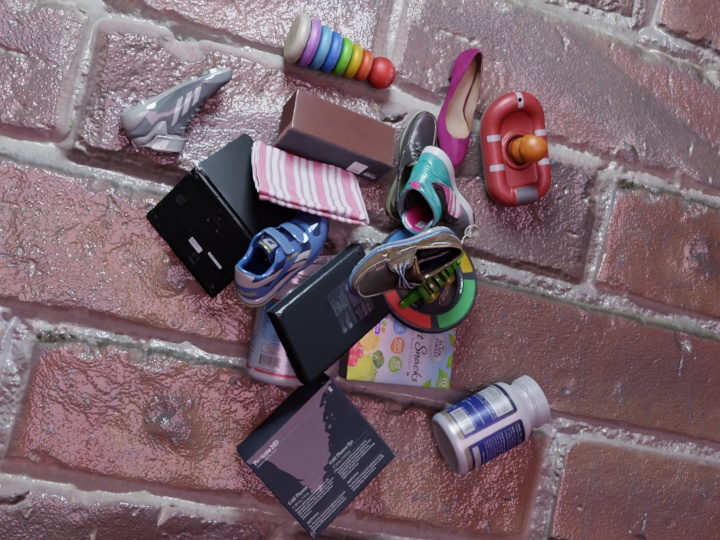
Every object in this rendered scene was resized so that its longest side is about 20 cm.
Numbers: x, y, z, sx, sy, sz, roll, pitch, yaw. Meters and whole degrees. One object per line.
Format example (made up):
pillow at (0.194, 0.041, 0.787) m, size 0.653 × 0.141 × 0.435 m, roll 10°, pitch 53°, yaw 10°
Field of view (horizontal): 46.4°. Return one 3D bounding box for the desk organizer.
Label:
desk organizer at (-0.039, -0.228, 1.435) m, size 0.196 × 0.071 × 0.079 m, roll 17°, pitch 66°, yaw -23°

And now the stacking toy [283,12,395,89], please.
stacking toy at (-0.030, -0.362, 1.439) m, size 0.197 × 0.085 × 0.087 m, roll 19°, pitch 87°, yaw -22°

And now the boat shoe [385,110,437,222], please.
boat shoe at (0.101, -0.184, 1.486) m, size 0.072 × 0.065 × 0.205 m, roll 14°, pitch 89°, yaw -19°

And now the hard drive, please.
hard drive at (-0.048, 0.070, 1.368) m, size 0.199 × 0.033 × 0.142 m, roll -39°, pitch 119°, yaw -31°

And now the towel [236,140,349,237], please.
towel at (-0.119, -0.119, 1.445) m, size 0.143 × 0.023 × 0.203 m, roll 31°, pitch 83°, yaw -16°

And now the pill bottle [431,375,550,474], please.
pill bottle at (0.237, 0.274, 1.519) m, size 0.197 × 0.116 × 0.118 m, roll -23°, pitch 98°, yaw -14°

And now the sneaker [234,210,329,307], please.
sneaker at (-0.122, -0.034, 1.321) m, size 0.073 × 0.083 × 0.201 m, roll 30°, pitch 66°, yaw 26°

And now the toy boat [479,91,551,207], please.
toy boat at (0.291, -0.219, 1.508) m, size 0.128 × 0.130 × 0.205 m, roll -10°, pitch 95°, yaw -16°

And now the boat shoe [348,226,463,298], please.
boat shoe at (0.074, -0.010, 1.357) m, size 0.197 × 0.072 × 0.073 m, roll -29°, pitch 117°, yaw -7°

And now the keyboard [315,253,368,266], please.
keyboard at (0.000, 0.000, 1.491) m, size 0.195 × 0.011 × 0.058 m, roll -3°, pitch 93°, yaw -17°

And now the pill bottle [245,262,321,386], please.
pill bottle at (-0.122, 0.082, 1.401) m, size 0.106 × 0.109 × 0.205 m, roll 11°, pitch 93°, yaw -17°

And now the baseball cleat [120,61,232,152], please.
baseball cleat at (-0.287, -0.257, 1.373) m, size 0.197 × 0.070 × 0.108 m, roll -25°, pitch 106°, yaw -5°

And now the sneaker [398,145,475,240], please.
sneaker at (0.128, -0.098, 1.439) m, size 0.121 × 0.083 × 0.202 m, roll -53°, pitch 133°, yaw -26°

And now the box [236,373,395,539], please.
box at (-0.076, 0.308, 1.432) m, size 0.200 × 0.104 × 0.183 m, roll -42°, pitch 104°, yaw -11°

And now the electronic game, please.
electronic game at (0.116, 0.012, 1.480) m, size 0.196 × 0.042 × 0.204 m, roll 7°, pitch 67°, yaw -18°

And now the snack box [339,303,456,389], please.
snack box at (0.068, 0.128, 1.494) m, size 0.196 × 0.053 × 0.146 m, roll 8°, pitch 90°, yaw -17°

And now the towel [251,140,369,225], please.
towel at (-0.082, -0.142, 1.376) m, size 0.196 × 0.148 × 0.030 m, roll 14°, pitch 124°, yaw -22°

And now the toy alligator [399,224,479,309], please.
toy alligator at (0.143, -0.007, 1.426) m, size 0.200 × 0.054 × 0.060 m, roll -45°, pitch 109°, yaw -12°

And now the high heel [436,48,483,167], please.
high heel at (0.180, -0.288, 1.490) m, size 0.066 × 0.096 × 0.205 m, roll 0°, pitch 92°, yaw -16°

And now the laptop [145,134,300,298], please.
laptop at (-0.219, -0.092, 1.401) m, size 0.199 × 0.103 × 0.178 m, roll -40°, pitch 91°, yaw 17°
